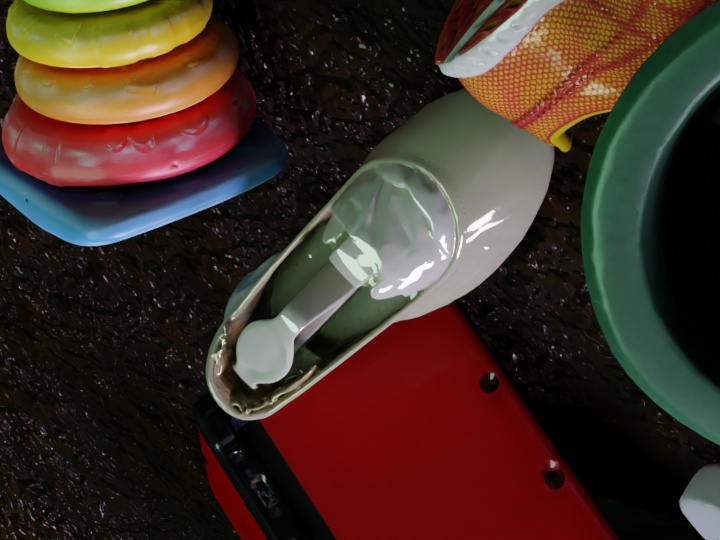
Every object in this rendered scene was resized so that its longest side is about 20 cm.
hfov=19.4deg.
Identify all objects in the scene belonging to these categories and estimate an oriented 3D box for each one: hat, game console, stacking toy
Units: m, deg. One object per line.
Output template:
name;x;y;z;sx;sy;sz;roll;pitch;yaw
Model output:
hat;0.150;-0.042;0.697;0.199;0.176;0.166;-28;108;18
game console;0.024;0.121;0.941;0.200;0.118;0.172;56;168;18
stacking toy;-0.104;-0.122;0.852;0.116;0.109;0.201;29;135;47

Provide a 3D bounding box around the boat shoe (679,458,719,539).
boat shoe;0.191;0.086;0.664;0.200;0.070;0.071;15;152;52

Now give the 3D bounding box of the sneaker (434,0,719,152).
sneaker;0.101;-0.095;0.666;0.077;0.073;0.200;30;157;-17

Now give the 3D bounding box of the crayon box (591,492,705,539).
crayon box;0.098;0.158;0.958;0.199;0.051;0.127;15;136;41

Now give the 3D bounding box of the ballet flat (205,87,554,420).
ballet flat;0.000;0.000;0.831;0.069;0.069;0.200;46;132;0
